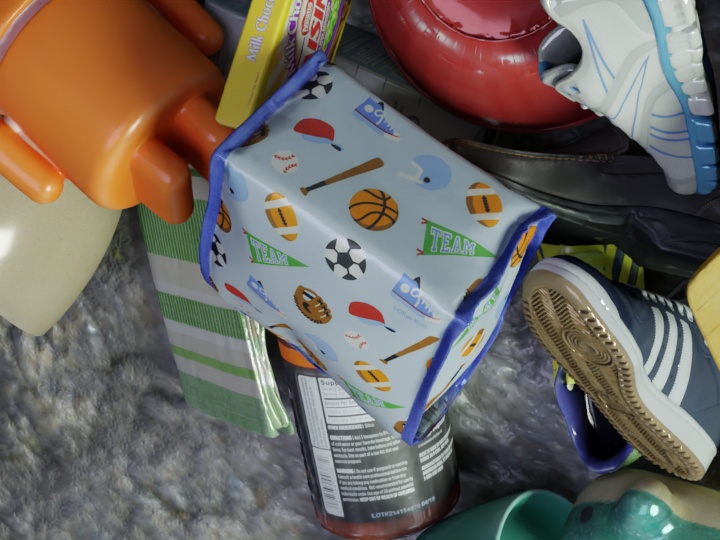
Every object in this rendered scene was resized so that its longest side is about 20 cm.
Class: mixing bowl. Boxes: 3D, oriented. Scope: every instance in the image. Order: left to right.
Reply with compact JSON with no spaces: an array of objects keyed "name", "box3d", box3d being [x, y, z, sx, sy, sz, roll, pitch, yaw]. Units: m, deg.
[{"name":"mixing bowl","box3d":[0.085,-0.173,0.836,0.200,0.108,0.201,2,99,15]}]

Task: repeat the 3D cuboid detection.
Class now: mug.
[{"name":"mug","box3d":[0.084,0.225,1.011,0.114,0.152,0.185,-26,117,36]}]

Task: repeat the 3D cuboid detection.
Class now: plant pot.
[{"name":"plant pot","box3d":[-0.238,-0.073,1.047,0.134,0.200,0.200,-40,91,0]}]

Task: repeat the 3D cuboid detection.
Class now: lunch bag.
[{"name":"lunch bag","box3d":[0.000,0.000,0.872,0.170,0.124,0.200,36,147,13]}]

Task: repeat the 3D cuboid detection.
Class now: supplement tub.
[{"name":"supplement tub","box3d":[0.003,0.074,1.021,0.107,0.107,0.200,-1,110,27]}]

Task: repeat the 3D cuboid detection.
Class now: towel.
[{"name":"towel","box3d":[-0.108,0.012,1.054,0.152,0.023,0.200,10,117,57]}]

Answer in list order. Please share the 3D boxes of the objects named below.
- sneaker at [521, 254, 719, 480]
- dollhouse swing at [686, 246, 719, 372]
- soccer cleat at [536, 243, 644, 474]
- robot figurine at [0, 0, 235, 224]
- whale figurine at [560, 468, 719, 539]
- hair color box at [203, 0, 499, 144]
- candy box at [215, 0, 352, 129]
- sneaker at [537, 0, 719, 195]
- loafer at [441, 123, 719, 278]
[{"name":"sneaker","box3d":[0.173,0.028,0.887,0.070,0.109,0.200,18,156,48]},{"name":"dollhouse swing","box3d":[0.212,-0.073,0.792,0.176,0.200,0.182,43,124,3]},{"name":"soccer cleat","box3d":[0.144,0.032,0.943,0.065,0.084,0.201,-7,107,30]},{"name":"robot figurine","box3d":[-0.166,-0.117,0.934,0.200,0.117,0.144,42,110,13]},{"name":"whale figurine","box3d":[0.210,0.192,0.929,0.159,0.104,0.200,44,152,-28]},{"name":"hair color box","box3d":[-0.014,-0.101,0.978,0.200,0.061,0.099,26,120,15]},{"name":"candy box","box3d":[-0.028,-0.173,0.884,0.026,0.102,0.200,19,93,19]},{"name":"sneaker","box3d":[0.139,-0.104,0.783,0.086,0.075,0.200,-10,145,16]},{"name":"loafer","box3d":[0.138,-0.051,0.890,0.200,0.073,0.072,15,78,-10]}]
